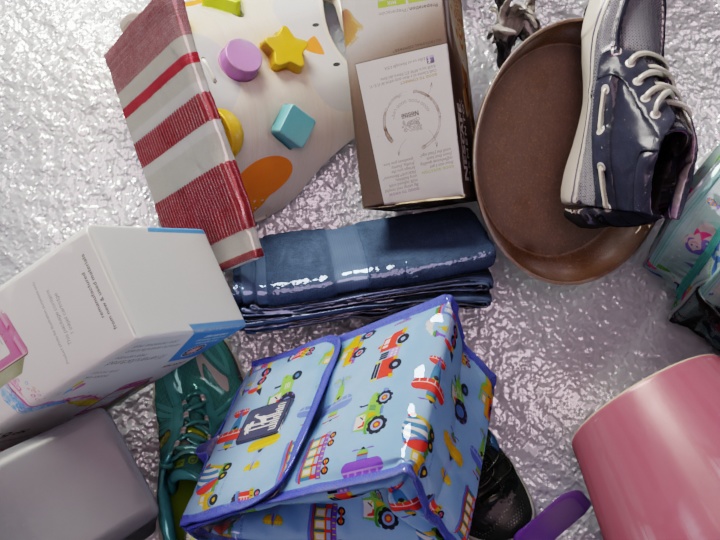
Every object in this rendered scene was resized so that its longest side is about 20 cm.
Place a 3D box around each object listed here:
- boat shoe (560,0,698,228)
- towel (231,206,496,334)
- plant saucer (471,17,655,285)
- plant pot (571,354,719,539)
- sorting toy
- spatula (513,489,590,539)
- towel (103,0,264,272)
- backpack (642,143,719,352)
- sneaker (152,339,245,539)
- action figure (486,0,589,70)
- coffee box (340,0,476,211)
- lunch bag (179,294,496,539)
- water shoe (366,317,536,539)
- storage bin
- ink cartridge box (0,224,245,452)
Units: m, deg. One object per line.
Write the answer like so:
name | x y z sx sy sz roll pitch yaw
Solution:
boat shoe | 0.207 -0.126 0.818 0.074 0.093 0.202 5 94 -30
towel | 0.000 0.000 0.871 0.198 0.112 0.049 -9 116 -1
plant saucer | 0.159 -0.090 0.871 0.199 0.034 0.202 -6 101 -31
plant pot | 0.249 0.168 0.804 0.199 0.200 0.180 -25 64 -7
sorting toy | -0.068 -0.162 0.919 0.179 0.107 0.201 -23 79 -26
spatula | 0.104 0.244 0.843 0.020 0.057 0.201 29 78 36
towel | -0.132 -0.094 0.852 0.023 0.144 0.201 -19 91 -30
backpack | 0.311 -0.031 0.834 0.150 0.200 0.178 40 80 7
sneaker | -0.119 0.135 0.846 0.077 0.080 0.202 -5 77 -2
action figure | 0.146 -0.207 0.920 0.118 0.102 0.200 -33 79 -20
coffee box | 0.039 -0.149 0.867 0.079 0.114 0.202 -6 90 14
lunch bag | -0.023 0.115 0.767 0.199 0.094 0.151 -12 38 26
water shoe | 0.059 0.125 0.853 0.071 0.079 0.200 -37 81 -9
storage bin | -0.210 0.180 0.782 0.134 0.200 0.146 -28 80 -17
ink cartridge box | -0.203 0.053 0.791 0.199 0.144 0.085 -30 79 21
